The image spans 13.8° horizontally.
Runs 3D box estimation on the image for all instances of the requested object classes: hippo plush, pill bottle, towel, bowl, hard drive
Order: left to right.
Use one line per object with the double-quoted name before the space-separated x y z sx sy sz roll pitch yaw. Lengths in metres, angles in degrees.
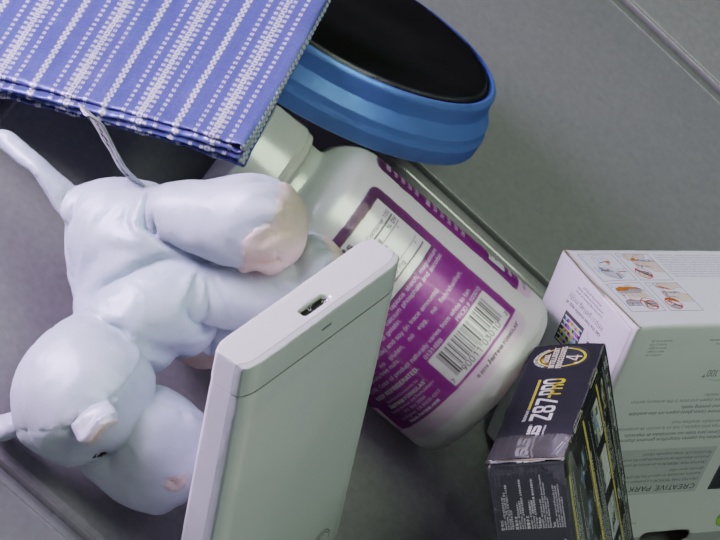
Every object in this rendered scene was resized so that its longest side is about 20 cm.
"towel" -0.127 -0.135 1.657 0.199 0.024 0.145 16 54 15
"hippo plush" -0.107 0.034 1.556 0.200 0.159 0.161 43 55 -30
"hard drive" -0.042 0.093 1.552 0.027 0.201 0.132 31 42 22
"bowl" -0.010 -0.134 1.748 0.200 0.040 0.201 25 22 -11
"pill bottle" 0.000 0.000 1.691 0.200 0.112 0.112 41 47 -10

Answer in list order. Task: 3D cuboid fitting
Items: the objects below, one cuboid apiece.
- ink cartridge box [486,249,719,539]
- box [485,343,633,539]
"ink cartridge box" 0.185 0.082 1.779 0.199 0.176 0.084 0 33 -37
"box" 0.116 0.161 1.621 0.161 0.049 0.201 -63 146 -66
